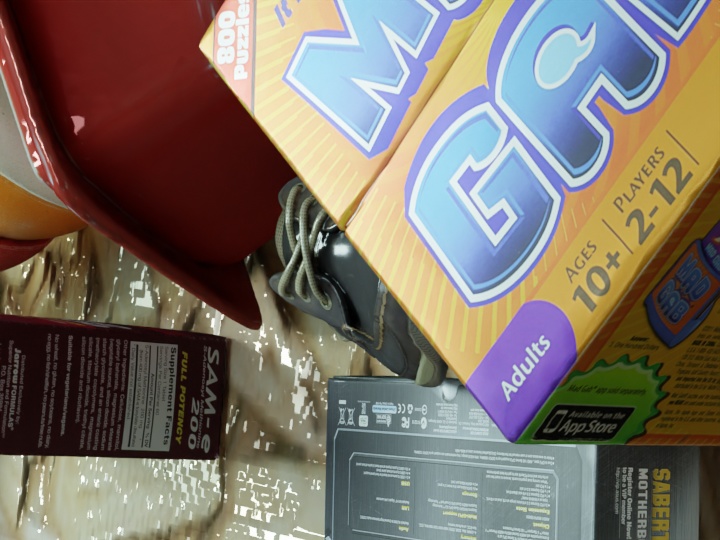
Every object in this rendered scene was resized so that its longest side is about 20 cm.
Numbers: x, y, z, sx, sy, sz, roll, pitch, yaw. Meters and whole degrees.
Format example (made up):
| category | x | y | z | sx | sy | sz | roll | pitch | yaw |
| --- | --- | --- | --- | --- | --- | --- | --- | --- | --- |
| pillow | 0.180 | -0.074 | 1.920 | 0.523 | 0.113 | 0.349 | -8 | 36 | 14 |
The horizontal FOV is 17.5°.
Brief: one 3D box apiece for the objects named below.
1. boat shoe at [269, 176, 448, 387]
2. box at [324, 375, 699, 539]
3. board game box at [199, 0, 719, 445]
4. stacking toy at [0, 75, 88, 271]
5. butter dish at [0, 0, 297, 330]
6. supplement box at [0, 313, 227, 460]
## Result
| category | x | y | z | sx | sy | sz | roll | pitch | yaw |
| --- | --- | --- | --- | --- | --- | --- | --- | --- | --- |
| boat shoe | 0.000 | 0.000 | 0.904 | 0.200 | 0.073 | 0.075 | -143 | 63 | -85 |
| box | 0.052 | 0.120 | 0.892 | 0.200 | 0.048 | 0.160 | -4 | 85 | 61 |
| board game box | 0.110 | -0.081 | 0.788 | 0.200 | 0.199 | 0.200 | 52 | 120 | 33 |
| stacking toy | -0.203 | -0.031 | 1.108 | 0.200 | 0.146 | 0.147 | -45 | 58 | 25 |
| butter dish | -0.064 | -0.104 | 0.993 | 0.147 | 0.200 | 0.200 | -29 | 64 | 12 |
| supplement box | -0.167 | 0.049 | 1.040 | 0.108 | 0.199 | 0.061 | 3 | 87 | 43 |
